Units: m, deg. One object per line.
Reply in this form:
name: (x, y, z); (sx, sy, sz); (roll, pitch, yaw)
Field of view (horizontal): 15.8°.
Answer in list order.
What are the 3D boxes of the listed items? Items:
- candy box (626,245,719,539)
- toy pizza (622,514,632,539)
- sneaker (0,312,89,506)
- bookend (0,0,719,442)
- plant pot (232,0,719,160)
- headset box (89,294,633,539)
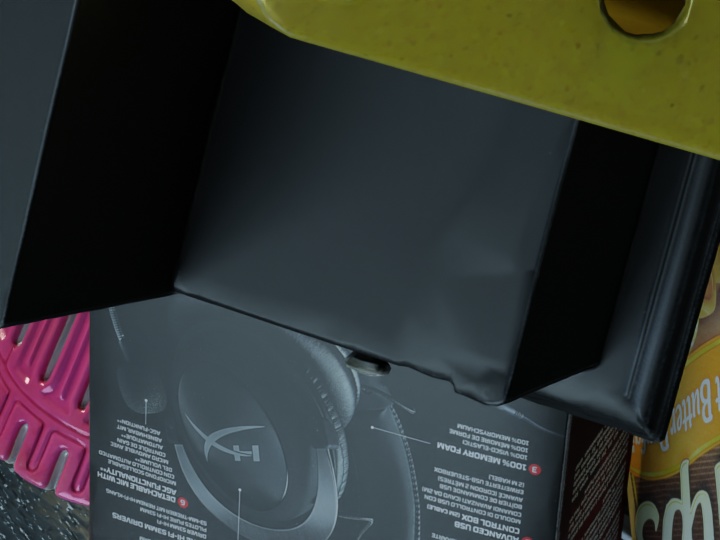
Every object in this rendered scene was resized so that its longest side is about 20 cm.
candy box: (0.119, 0.048, 0.734); (0.115, 0.055, 0.201); (-170, 74, -72)
toy pizza: (0.123, 0.158, 0.899); (0.200, 0.032, 0.200); (44, 166, 14)
sneaker: (-0.106, 0.022, 0.944); (0.200, 0.082, 0.088); (38, -170, 35)
bookend: (-0.034, -0.023, 0.580); (0.199, 0.199, 0.093); (18, 100, 17)
plant pot: (0.063, -0.120, 0.504); (0.199, 0.177, 0.201); (16, 116, -5)
headset box: (0.002, 0.036, 0.751); (0.148, 0.077, 0.201); (14, 122, 20)
